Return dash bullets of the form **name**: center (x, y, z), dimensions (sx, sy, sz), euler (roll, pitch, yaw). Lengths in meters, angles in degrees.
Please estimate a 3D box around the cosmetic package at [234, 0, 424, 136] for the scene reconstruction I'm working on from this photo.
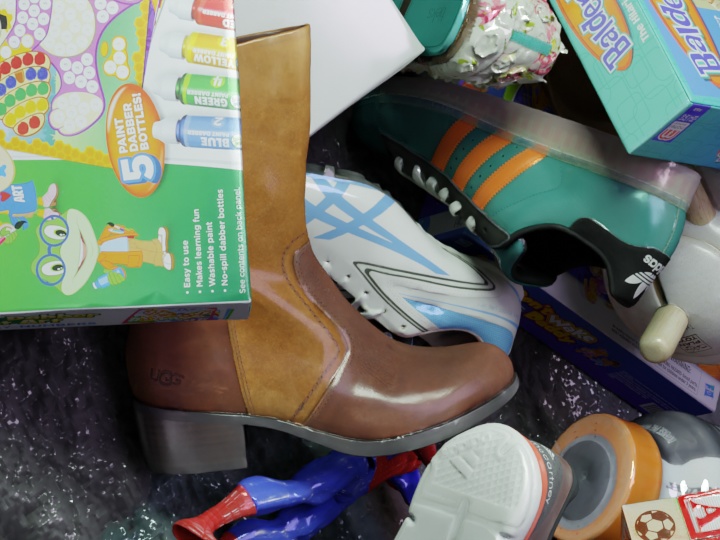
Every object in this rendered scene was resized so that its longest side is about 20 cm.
- **cosmetic package**: center (-0.067, -0.165, 1.352), dimensions (0.085, 0.108, 0.200), euler (-38, 108, -8)

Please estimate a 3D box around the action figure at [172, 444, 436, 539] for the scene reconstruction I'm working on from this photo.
- **action figure**: center (0.006, 0.119, 1.375), dimensions (0.099, 0.065, 0.200), euler (38, 45, 19)

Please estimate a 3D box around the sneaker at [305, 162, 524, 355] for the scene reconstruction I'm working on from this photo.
- **sneaker**: center (0.000, 0.000, 1.413), dimensions (0.199, 0.072, 0.073), euler (27, 71, -30)

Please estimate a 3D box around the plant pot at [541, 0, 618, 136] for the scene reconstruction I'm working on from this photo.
- **plant pot**: center (0.152, -0.156, 1.502), dimensions (0.199, 0.027, 0.201), euler (-25, 125, -41)

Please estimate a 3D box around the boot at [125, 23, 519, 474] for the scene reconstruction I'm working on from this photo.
- **boot**: center (-0.024, -0.016, 1.327), dimensions (0.187, 0.069, 0.201), euler (-5, 103, 0)

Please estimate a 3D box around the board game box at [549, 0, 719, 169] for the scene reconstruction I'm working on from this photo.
- **board game box**: center (0.171, -0.120, 1.406), dimensions (0.199, 0.045, 0.153), euler (7, 52, -49)

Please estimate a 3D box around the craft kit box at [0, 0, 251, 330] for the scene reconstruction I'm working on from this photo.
- **craft kit box**: center (-0.149, -0.075, 1.245), dimensions (0.196, 0.049, 0.202), euler (-4, 80, -2)

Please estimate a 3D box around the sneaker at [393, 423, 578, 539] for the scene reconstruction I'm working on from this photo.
- **sneaker**: center (0.038, 0.161, 1.345), dimensions (0.082, 0.200, 0.077), euler (13, 33, -53)

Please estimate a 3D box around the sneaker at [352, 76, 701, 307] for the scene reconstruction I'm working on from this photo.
- **sneaker**: center (0.069, -0.040, 1.414), dimensions (0.071, 0.199, 0.080), euler (29, 82, -54)

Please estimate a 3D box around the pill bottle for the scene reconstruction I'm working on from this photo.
- **pill bottle**: center (0.187, 0.139, 1.519), dimensions (0.199, 0.106, 0.107), euler (24, 65, -36)

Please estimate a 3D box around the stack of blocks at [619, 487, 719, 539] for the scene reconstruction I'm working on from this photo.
- **stack of blocks**: center (0.191, 0.193, 1.455), dimensions (0.114, 0.201, 0.059), euler (-10, 48, -5)

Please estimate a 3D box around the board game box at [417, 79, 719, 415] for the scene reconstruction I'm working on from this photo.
- **board game box**: center (0.126, -0.024, 1.545), dimensions (0.200, 0.045, 0.135), euler (34, 59, -31)

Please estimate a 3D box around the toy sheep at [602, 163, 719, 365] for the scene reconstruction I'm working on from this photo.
- **toy sheep**: center (0.181, -0.021, 1.476), dimensions (0.138, 0.137, 0.200), euler (54, 47, -18)

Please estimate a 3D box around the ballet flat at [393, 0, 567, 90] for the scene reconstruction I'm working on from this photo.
- **ballet flat**: center (0.046, -0.122, 1.405), dimensions (0.064, 0.200, 0.076), euler (18, 100, -20)
